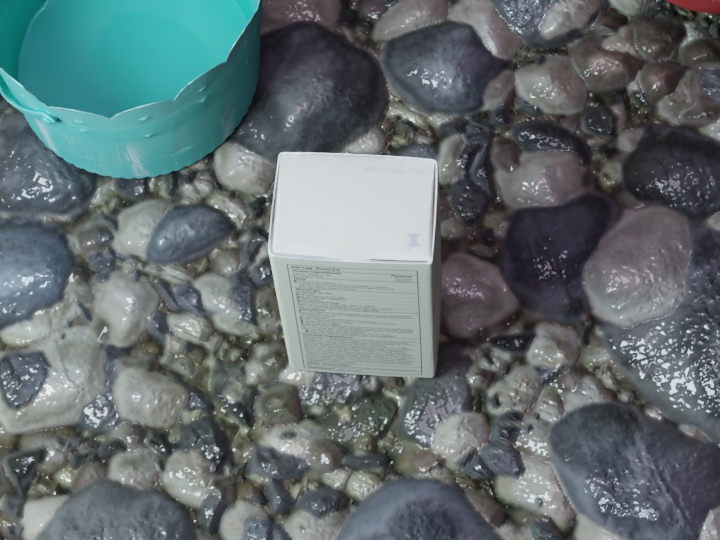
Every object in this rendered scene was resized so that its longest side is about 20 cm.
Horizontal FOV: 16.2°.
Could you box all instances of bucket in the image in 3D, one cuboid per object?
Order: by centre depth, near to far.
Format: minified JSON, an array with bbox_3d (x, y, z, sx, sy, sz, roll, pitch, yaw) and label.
[{"bbox_3d":[-0.160,-0.170,1.718,0.206,0.135,0.208,0,67,1],"label":"bucket"}]

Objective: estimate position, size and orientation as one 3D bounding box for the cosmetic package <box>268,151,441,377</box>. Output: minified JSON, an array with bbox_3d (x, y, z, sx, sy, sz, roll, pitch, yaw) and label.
[{"bbox_3d":[0.000,0.000,1.608,0.103,0.200,0.073,4,67,3],"label":"cosmetic package"}]

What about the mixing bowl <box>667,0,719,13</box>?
[{"bbox_3d":[0.251,-0.255,1.755,0.199,0.108,0.201,-1,67,2],"label":"mixing bowl"}]
